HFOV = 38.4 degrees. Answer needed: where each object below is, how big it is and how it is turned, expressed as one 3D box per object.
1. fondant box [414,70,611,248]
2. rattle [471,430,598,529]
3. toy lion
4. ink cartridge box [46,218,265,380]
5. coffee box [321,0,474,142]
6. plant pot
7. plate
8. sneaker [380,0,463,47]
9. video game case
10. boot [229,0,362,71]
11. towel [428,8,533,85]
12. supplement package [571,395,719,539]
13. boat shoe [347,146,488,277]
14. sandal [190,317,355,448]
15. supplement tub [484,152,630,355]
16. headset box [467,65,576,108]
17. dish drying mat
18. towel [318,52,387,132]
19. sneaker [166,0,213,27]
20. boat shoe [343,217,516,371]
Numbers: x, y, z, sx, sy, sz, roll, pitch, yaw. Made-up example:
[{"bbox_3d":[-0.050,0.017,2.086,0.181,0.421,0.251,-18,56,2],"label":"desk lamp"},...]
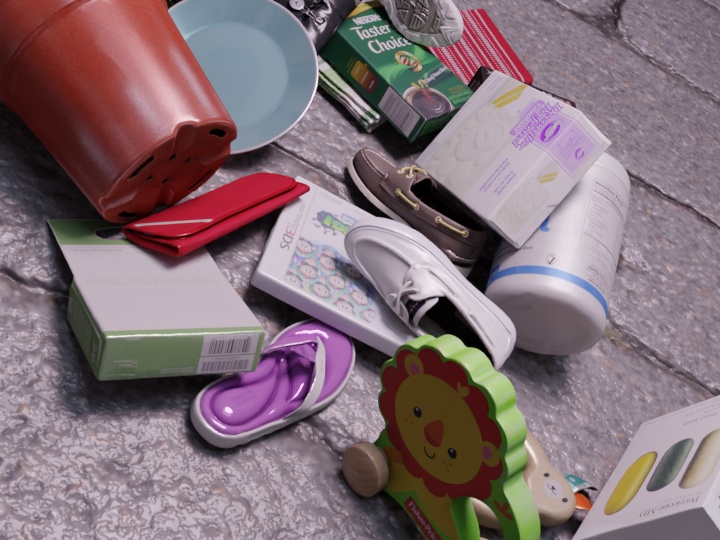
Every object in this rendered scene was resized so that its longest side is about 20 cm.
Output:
[{"bbox_3d":[0.158,-0.126,1.120,0.058,0.144,0.200,39,5,-31],"label":"fondant box"},{"bbox_3d":[0.170,0.168,0.953,0.199,0.143,0.130,24,25,-3],"label":"rattle"},{"bbox_3d":[0.078,0.161,0.856,0.068,0.192,0.200,-20,65,-41],"label":"toy lion"},{"bbox_3d":[-0.189,0.020,0.920,0.145,0.048,0.200,0,29,-32],"label":"ink cartridge box"},{"bbox_3d":[0.040,-0.247,1.260,0.123,0.044,0.200,-24,65,-44],"label":"coffee box"},{"bbox_3d":[-0.227,-0.163,0.960,0.200,0.201,0.196,-26,76,-44],"label":"plant pot"},{"bbox_3d":[-0.145,-0.213,1.121,0.199,0.026,0.202,1,71,-3],"label":"plate"},{"bbox_3d":[0.059,-0.358,1.296,0.200,0.078,0.099,42,33,9],"label":"sneaker"},{"bbox_3d":[0.000,0.000,1.055,0.199,0.024,0.182,28,35,-9],"label":"video game case"},{"bbox_3d":[-0.106,-0.301,1.202,0.164,0.066,0.200,32,75,16],"label":"boot"},{"bbox_3d":[0.137,-0.301,1.426,0.199,0.023,0.145,-14,64,-37],"label":"towel"},{"bbox_3d":[0.325,0.233,0.953,0.151,0.152,0.200,54,44,-4],"label":"supplement package"},{"bbox_3d":[0.062,-0.077,1.131,0.072,0.060,0.200,-4,43,-47],"label":"boat shoe"},{"bbox_3d":[-0.065,0.095,0.928,0.082,0.050,0.202,45,43,9],"label":"sandal"},{"bbox_3d":[0.214,-0.023,1.118,0.131,0.132,0.201,25,58,-11],"label":"supplement tub"},{"bbox_3d":[0.204,-0.145,1.290,0.148,0.077,0.201,17,44,-19],"label":"headset box"},{"bbox_3d":[-0.136,-0.061,1.009,0.076,0.018,0.200,14,28,30],"label":"dish drying mat"},{"bbox_3d":[-0.019,-0.263,1.296,0.200,0.031,0.149,43,41,11],"label":"towel"},{"bbox_3d":[-0.245,-0.332,1.186,0.200,0.078,0.085,37,35,-12],"label":"sneaker"},{"bbox_3d":[0.063,0.024,0.993,0.199,0.074,0.065,35,31,4],"label":"boat shoe"}]
